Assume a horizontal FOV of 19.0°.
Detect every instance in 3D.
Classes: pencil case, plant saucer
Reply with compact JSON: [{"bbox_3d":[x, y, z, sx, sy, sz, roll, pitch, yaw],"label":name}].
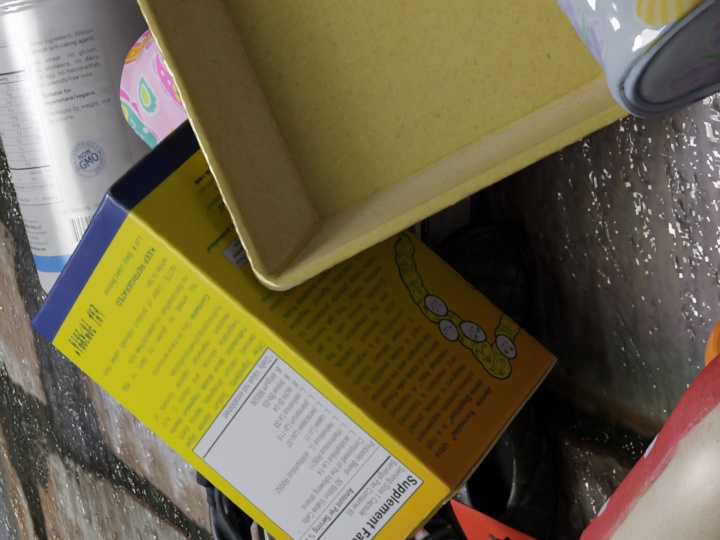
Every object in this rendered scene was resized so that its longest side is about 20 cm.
[{"bbox_3d":[0.089,-0.155,0.823,0.200,0.083,0.091,59,165,26],"label":"pencil case"},{"bbox_3d":[-0.053,-0.098,1.083,0.200,0.087,0.088,0,107,63],"label":"pencil case"},{"bbox_3d":[0.013,-0.118,0.936,0.201,0.199,0.048,66,-166,12],"label":"plant saucer"}]

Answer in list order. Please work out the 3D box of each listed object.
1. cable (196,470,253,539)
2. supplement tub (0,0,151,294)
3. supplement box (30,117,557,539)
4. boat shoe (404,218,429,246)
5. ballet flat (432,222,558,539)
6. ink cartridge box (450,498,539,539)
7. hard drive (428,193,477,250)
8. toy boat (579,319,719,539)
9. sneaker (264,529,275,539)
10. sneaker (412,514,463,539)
[{"bbox_3d":[-0.048,0.172,1.366,0.163,0.051,0.201,41,137,40],"label":"cable"},{"bbox_3d":[-0.151,-0.093,1.289,0.132,0.131,0.201,6,111,62],"label":"supplement tub"},{"bbox_3d":[-0.031,0.032,0.987,0.200,0.110,0.109,41,135,3],"label":"supplement box"},{"bbox_3d":[0.000,0.000,1.066,0.075,0.060,0.200,32,138,13],"label":"boat shoe"},{"bbox_3d":[0.059,0.069,1.060,0.066,0.057,0.201,26,130,52],"label":"ballet flat"},{"bbox_3d":[0.092,0.216,1.052,0.109,0.050,0.201,17,137,59],"label":"ink cartridge box"},{"bbox_3d":[0.016,-0.084,1.083,0.132,0.025,0.201,42,142,46],"label":"hard drive"},{"bbox_3d":[0.160,0.068,0.819,0.200,0.130,0.131,115,160,-55],"label":"toy boat"},{"bbox_3d":[-0.009,0.219,1.262,0.201,0.075,0.115,59,152,8],"label":"sneaker"},{"bbox_3d":[0.036,0.166,1.174,0.086,0.080,0.201,-21,79,33],"label":"sneaker"}]
